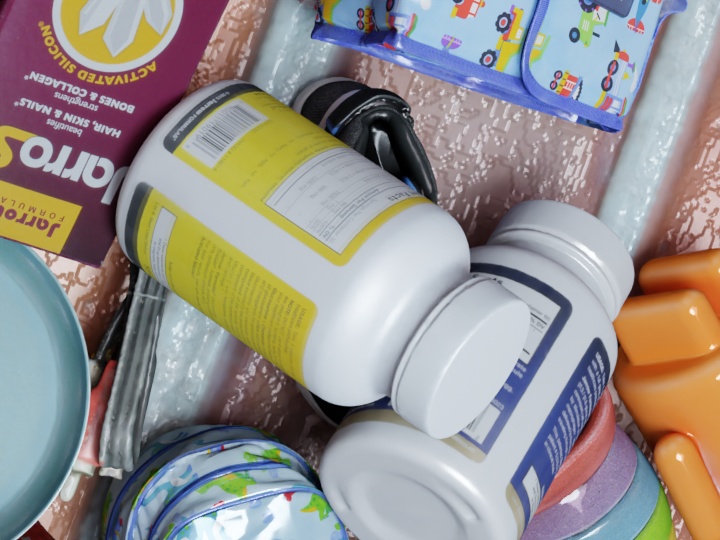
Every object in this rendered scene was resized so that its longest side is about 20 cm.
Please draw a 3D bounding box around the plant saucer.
[{"bbox_3d":[-0.240,0.062,1.399,0.200,0.027,0.200,0,85,-3],"label":"plant saucer"}]

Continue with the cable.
[{"bbox_3d":[-0.129,0.028,1.428,0.050,0.097,0.200,11,92,-8],"label":"cable"}]

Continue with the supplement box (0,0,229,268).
[{"bbox_3d":[-0.148,-0.116,1.360,0.110,0.086,0.200,18,109,-29],"label":"supplement box"}]

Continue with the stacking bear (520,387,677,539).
[{"bbox_3d":[0.130,0.164,1.535,0.114,0.121,0.200,-26,119,6],"label":"stacking bear"}]

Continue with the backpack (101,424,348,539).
[{"bbox_3d":[-0.066,0.182,1.462,0.163,0.154,0.200,-10,89,-11],"label":"backpack"}]

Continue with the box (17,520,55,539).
[{"bbox_3d":[-0.185,0.201,1.380,0.100,0.200,0.096,-19,103,-15],"label":"box"}]

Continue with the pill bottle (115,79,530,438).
[{"bbox_3d":[-0.017,-0.003,1.344,0.200,0.112,0.112,35,86,23],"label":"pill bottle"}]

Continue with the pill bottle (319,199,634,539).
[{"bbox_3d":[0.070,0.058,1.432,0.111,0.111,0.200,49,53,-20],"label":"pill bottle"}]

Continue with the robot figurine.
[{"bbox_3d":[0.222,0.082,1.545,0.117,0.144,0.200,-28,110,9],"label":"robot figurine"}]

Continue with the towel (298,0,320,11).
[{"bbox_3d":[-0.004,-0.214,1.461,0.200,0.030,0.146,28,89,-21],"label":"towel"}]

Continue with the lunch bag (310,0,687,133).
[{"bbox_3d":[0.093,-0.168,1.454,0.200,0.094,0.151,16,90,-33],"label":"lunch bag"}]

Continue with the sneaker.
[{"bbox_3d":[0.000,0.000,1.456,0.073,0.112,0.200,-8,102,-17],"label":"sneaker"}]
